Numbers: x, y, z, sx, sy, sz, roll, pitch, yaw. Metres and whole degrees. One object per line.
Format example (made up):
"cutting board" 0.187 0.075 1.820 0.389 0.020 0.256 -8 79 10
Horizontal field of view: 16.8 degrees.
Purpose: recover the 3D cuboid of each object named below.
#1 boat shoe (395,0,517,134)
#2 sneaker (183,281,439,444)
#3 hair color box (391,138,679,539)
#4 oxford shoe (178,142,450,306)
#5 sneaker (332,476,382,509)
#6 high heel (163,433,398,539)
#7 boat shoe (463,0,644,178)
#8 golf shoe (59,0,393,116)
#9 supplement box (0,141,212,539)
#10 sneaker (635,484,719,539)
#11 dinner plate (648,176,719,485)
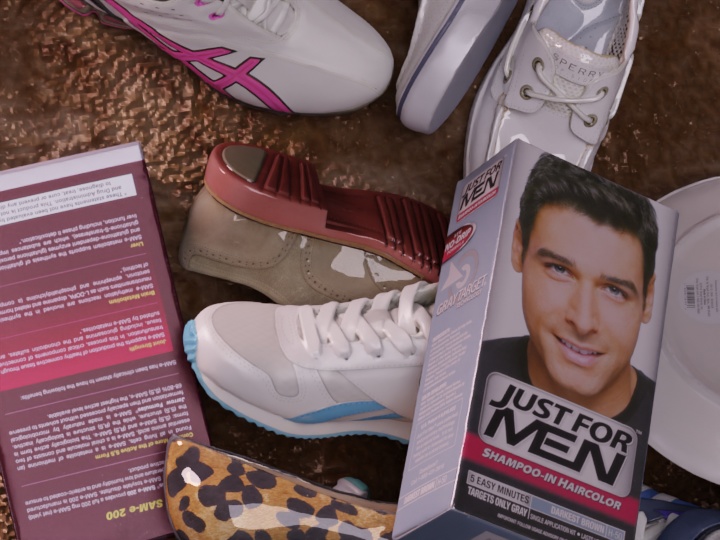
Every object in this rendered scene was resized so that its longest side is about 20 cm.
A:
"boat shoe" 0.054 -0.170 1.296 0.070 0.071 0.200 25 82 8
"sneaker" 0.008 0.041 1.234 0.200 0.077 0.081 10 129 -21
"hair color box" 0.087 0.048 1.179 0.099 0.061 0.200 23 60 -20
"oxford shoe" 0.000 0.000 1.284 0.200 0.070 0.075 23 114 -13
"sneaker" -0.009 0.213 1.258 0.091 0.078 0.200 -17 80 -7
"high heel" 0.008 0.098 1.205 0.200 0.071 0.143 -35 89 -12
"boat shoe" 0.107 -0.107 1.293 0.071 0.069 0.200 18 82 -8
"golf shoe" -0.073 -0.135 1.257 0.200 0.092 0.073 23 82 -9
"supplement box" -0.142 0.044 1.247 0.109 0.061 0.200 -12 87 -9
"sneaker" 0.141 0.141 1.245 0.200 0.146 0.081 22 83 -9
"dinner plate" 0.215 0.024 1.243 0.200 0.024 0.200 -1 54 2
